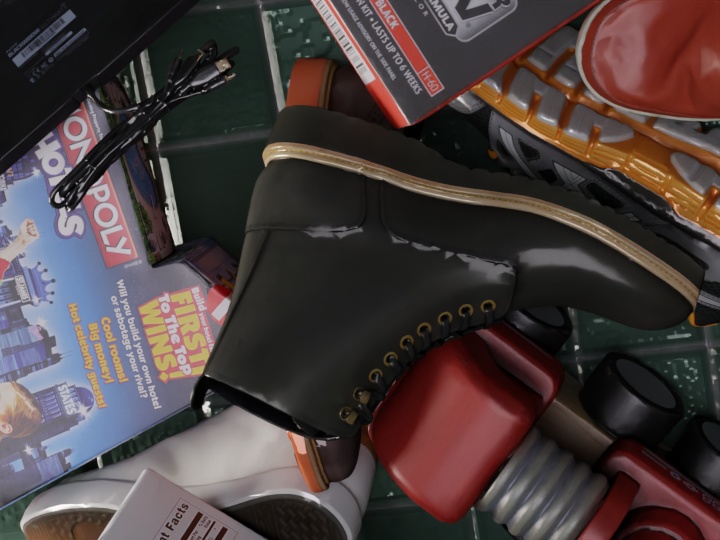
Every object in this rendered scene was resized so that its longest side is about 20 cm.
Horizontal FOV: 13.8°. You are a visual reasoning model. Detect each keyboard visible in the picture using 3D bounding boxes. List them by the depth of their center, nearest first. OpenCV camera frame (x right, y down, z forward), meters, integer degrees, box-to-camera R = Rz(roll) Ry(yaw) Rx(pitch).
[{"bbox_3d":[-0.128,-0.087,1.347,0.200,0.021,0.127,-41,54,0],"label":"keyboard"}]

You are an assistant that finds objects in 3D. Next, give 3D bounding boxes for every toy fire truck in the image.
[{"bbox_3d":[0.076,0.116,1.320,0.176,0.200,0.129,37,109,1],"label":"toy fire truck"}]

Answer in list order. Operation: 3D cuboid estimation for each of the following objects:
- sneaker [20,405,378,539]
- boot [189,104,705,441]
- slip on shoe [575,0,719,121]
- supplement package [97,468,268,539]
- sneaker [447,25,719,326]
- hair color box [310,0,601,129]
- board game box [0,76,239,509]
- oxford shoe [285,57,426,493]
[{"bbox_3d":[-0.071,0.105,1.430,0.199,0.085,0.073,-9,129,34],"label":"sneaker"},{"bbox_3d":[0.036,0.027,1.281,0.199,0.078,0.139,18,74,10],"label":"boot"},{"bbox_3d":[0.183,-0.095,1.263,0.199,0.061,0.075,3,107,25],"label":"slip on shoe"},{"bbox_3d":[-0.070,0.239,1.380,0.199,0.147,0.192,30,138,3],"label":"supplement package"},{"bbox_3d":[0.105,-0.045,1.340,0.199,0.078,0.077,34,130,9],"label":"sneaker"},{"bbox_3d":[0.073,-0.156,1.275,0.199,0.061,0.102,-35,94,-5],"label":"hair color box"},{"bbox_3d":[-0.135,0.008,1.411,0.199,0.062,0.201,-14,98,13],"label":"board game box"},{"bbox_3d":[0.000,0.000,1.342,0.072,0.071,0.202,1,78,9],"label":"oxford shoe"}]
